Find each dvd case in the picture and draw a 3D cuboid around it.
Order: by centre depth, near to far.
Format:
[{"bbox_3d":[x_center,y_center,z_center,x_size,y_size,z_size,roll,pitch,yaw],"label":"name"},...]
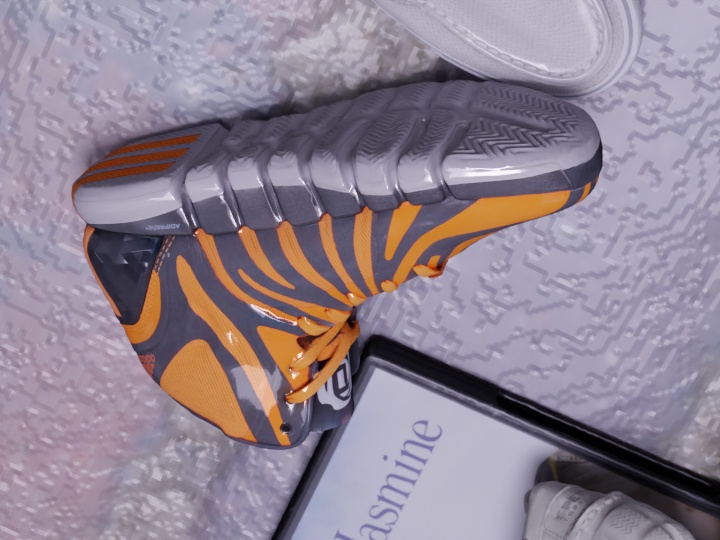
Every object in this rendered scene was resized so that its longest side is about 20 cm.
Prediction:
[{"bbox_3d":[0.066,0.124,0.859,0.200,0.018,0.143,24,115,-4],"label":"dvd case"}]

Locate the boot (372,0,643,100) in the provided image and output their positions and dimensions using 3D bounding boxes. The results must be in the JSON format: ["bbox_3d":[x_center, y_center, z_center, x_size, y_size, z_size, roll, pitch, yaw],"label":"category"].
[{"bbox_3d":[0.009,-0.113,0.716,0.200,0.096,0.074,35,113,-9],"label":"boot"}]

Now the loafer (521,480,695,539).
[{"bbox_3d":[0.083,0.167,0.838,0.070,0.070,0.200,28,126,33],"label":"loafer"}]

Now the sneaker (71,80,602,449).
[{"bbox_3d":[0.000,0.000,0.776,0.200,0.078,0.112,-5,113,28],"label":"sneaker"}]
